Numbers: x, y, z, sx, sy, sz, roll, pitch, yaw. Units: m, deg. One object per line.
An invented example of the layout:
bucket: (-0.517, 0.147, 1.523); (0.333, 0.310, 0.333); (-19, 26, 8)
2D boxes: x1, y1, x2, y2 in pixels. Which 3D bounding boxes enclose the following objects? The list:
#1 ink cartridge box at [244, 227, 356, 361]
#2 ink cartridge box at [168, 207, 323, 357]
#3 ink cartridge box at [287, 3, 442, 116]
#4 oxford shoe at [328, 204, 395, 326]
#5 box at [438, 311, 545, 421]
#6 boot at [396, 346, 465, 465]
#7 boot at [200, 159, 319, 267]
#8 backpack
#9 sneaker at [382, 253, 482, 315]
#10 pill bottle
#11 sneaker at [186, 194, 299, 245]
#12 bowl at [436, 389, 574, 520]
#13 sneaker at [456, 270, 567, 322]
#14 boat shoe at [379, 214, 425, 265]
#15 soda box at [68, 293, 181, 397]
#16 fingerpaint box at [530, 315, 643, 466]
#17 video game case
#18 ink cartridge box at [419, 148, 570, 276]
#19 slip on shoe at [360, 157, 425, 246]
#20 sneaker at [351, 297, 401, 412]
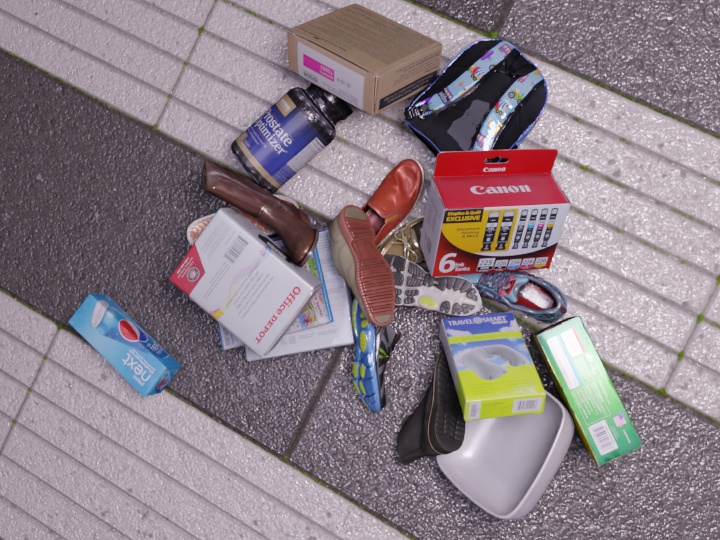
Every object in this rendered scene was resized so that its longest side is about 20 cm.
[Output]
ink cartridge box: (-0.113, 0.042, 1.303); (0.197, 0.041, 0.203); (-10, 84, 11)
ink cartridge box: (-0.182, 0.019, 1.224); (0.199, 0.083, 0.146); (40, 99, 4)
ink cartridge box: (0.005, -0.344, 1.220); (0.199, 0.076, 0.164); (35, 51, 28)
oxford shoe: (0.000, 0.000, 1.211); (0.074, 0.070, 0.202); (-36, 62, 47)
box: (0.194, 0.134, 1.153); (0.120, 0.201, 0.048); (-5, 128, -5)
boot: (0.115, 0.211, 1.234); (0.077, 0.138, 0.202); (32, 54, -14)
boot: (-0.167, -0.095, 1.192); (0.199, 0.187, 0.065); (32, 101, -24)
backpack: (0.193, -0.256, 1.213); (0.183, 0.134, 0.200); (44, 96, 11)
sneaker: (0.101, 0.033, 1.229); (0.198, 0.085, 0.078); (20, 87, 19)
pill bottle: (-0.113, -0.236, 1.285); (0.200, 0.112, 0.112); (-41, 80, 6)
sneaker: (-0.206, -0.088, 1.319); (0.197, 0.080, 0.072); (-15, 100, -11)
bowl: (0.229, 0.267, 1.168); (0.202, 0.074, 0.199); (-60, 36, 1)
sneaker: (0.238, 0.018, 1.206); (0.198, 0.095, 0.080); (20, 90, 12)
boat shoe: (0.113, -0.060, 1.252); (0.199, 0.063, 0.074); (-25, 82, 10)
soda box: (-0.419, 0.131, 1.348); (0.200, 0.064, 0.068); (41, 95, 10)
fingerpaint box: (0.335, 0.173, 1.140); (0.073, 0.167, 0.202); (-25, 81, 7)
video game case: (-0.155, 0.041, 1.282); (0.197, 0.018, 0.145); (-15, 82, 11)
ink cartridge box: (0.203, -0.087, 1.146); (0.197, 0.177, 0.084); (-4, 43, -11)
slip on shoe: (0.039, -0.104, 1.272); (0.074, 0.061, 0.201); (39, 93, 13)
sneaker: (0.031, 0.134, 1.246); (0.082, 0.070, 0.203); (-3, 94, -32)
